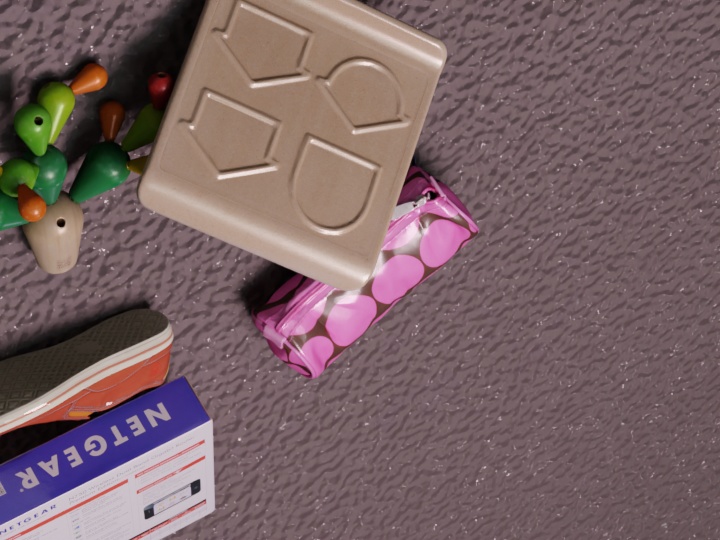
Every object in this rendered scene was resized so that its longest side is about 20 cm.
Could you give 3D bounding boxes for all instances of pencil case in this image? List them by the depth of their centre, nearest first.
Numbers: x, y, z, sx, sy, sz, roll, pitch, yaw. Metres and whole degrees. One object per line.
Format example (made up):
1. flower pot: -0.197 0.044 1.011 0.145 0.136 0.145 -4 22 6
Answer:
1. pencil case: 0.000 0.000 1.653 0.200 0.091 0.094 -44 175 0

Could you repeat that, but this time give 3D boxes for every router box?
1. router box: -0.216 0.186 1.639 0.200 0.049 0.180 -26 154 -18

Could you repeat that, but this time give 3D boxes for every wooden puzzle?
1. wooden puzzle: -0.051 -0.107 1.459 0.185 0.046 0.200 23 81 -17

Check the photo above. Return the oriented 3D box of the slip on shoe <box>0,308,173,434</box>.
1. slip on shoe: -0.233 0.094 1.561 0.200 0.074 0.061 -24 127 -27

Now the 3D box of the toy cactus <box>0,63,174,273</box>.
1. toy cactus: -0.217 -0.056 1.438 0.200 0.102 0.165 -33 151 -25
